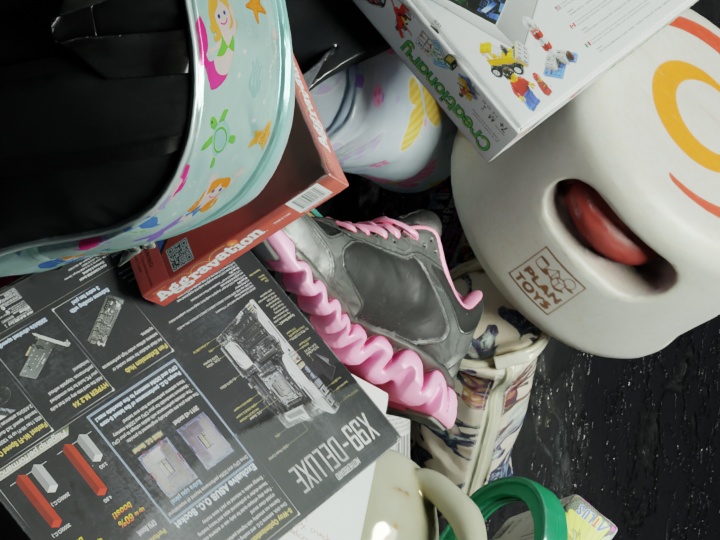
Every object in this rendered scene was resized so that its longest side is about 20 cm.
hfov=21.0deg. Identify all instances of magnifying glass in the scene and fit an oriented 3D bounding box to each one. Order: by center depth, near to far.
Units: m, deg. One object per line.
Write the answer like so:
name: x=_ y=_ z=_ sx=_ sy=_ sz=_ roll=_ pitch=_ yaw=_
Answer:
magnifying glass: x=0.035 y=0.181 z=1.034 sx=0.022 sy=0.200 sz=0.080 roll=26 pitch=35 yaw=-30

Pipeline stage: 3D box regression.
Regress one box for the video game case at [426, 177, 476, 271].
video game case: x=0.143 y=-0.060 z=1.273 sx=0.200 sy=0.181 sz=0.036 roll=-66 pitch=147 yaw=-32

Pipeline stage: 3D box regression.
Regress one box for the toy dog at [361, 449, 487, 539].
toy dog: x=-0.033 y=0.196 z=1.004 sx=0.140 sy=0.194 sz=0.200 roll=65 pitch=33 yaw=-58

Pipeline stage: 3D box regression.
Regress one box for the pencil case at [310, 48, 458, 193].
pencil case: x=-0.005 y=-0.092 z=1.087 sx=0.200 sy=0.091 sz=0.083 roll=8 pitch=84 yaw=-66

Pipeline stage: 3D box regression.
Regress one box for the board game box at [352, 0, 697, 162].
board game box: x=0.088 y=-0.152 z=0.998 sx=0.126 sy=0.035 sz=0.200 roll=51 pitch=48 yaw=2

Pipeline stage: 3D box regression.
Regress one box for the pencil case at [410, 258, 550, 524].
pencil case: x=0.068 y=0.078 z=1.182 sx=0.078 sy=0.089 sz=0.200 roll=-19 pitch=148 yaw=-17

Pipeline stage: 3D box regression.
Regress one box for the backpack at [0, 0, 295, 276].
backpack: x=-0.122 y=-0.088 z=0.780 sx=0.151 sy=0.200 sz=0.178 roll=-11 pitch=90 yaw=-56

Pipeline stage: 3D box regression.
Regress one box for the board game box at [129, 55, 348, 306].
board game box: x=-0.083 y=-0.094 z=0.869 sx=0.019 sy=0.103 sz=0.200 roll=29 pitch=33 yaw=-57

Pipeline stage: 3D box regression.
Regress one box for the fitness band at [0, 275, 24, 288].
fitness band: x=-0.118 y=-0.001 z=0.984 sx=0.200 sy=0.037 sz=0.144 roll=-40 pitch=129 yaw=-50

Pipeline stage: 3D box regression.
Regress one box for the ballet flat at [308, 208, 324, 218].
ballet flat: x=-0.027 y=0.000 z=1.038 sx=0.200 sy=0.069 sz=0.063 roll=33 pitch=75 yaw=-41

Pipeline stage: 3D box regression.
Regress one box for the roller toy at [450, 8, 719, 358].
roller toy: x=0.148 y=-0.050 z=1.101 sx=0.200 sy=0.140 sz=0.183 roll=9 pitch=57 yaw=-37

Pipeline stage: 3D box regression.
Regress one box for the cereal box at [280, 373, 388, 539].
cereal box: x=-0.067 y=0.111 z=0.902 sx=0.144 sy=0.040 sz=0.200 roll=30 pitch=48 yaw=-21

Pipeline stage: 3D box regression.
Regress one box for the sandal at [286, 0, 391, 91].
sandal: x=-0.046 y=-0.107 z=0.952 sx=0.200 sy=0.043 sz=0.076 roll=-41 pitch=90 yaw=-21

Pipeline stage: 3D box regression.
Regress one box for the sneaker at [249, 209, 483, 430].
sneaker: x=0.000 y=0.000 z=0.978 sx=0.200 sy=0.079 sz=0.095 roll=44 pitch=71 yaw=-46

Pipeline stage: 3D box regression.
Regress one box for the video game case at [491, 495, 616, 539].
video game case: x=0.063 y=0.217 z=1.136 sx=0.181 sy=0.036 sz=0.200 roll=-50 pitch=178 yaw=-13

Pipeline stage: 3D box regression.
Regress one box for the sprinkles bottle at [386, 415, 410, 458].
sprinkles bottle: x=-0.003 y=0.075 z=1.150 sx=0.068 sy=0.068 sz=0.200 roll=-12 pitch=104 yaw=-58

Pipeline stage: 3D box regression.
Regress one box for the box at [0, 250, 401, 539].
box: x=-0.095 y=0.066 z=0.843 sx=0.158 sy=0.050 sz=0.200 roll=50 pitch=43 yaw=4
